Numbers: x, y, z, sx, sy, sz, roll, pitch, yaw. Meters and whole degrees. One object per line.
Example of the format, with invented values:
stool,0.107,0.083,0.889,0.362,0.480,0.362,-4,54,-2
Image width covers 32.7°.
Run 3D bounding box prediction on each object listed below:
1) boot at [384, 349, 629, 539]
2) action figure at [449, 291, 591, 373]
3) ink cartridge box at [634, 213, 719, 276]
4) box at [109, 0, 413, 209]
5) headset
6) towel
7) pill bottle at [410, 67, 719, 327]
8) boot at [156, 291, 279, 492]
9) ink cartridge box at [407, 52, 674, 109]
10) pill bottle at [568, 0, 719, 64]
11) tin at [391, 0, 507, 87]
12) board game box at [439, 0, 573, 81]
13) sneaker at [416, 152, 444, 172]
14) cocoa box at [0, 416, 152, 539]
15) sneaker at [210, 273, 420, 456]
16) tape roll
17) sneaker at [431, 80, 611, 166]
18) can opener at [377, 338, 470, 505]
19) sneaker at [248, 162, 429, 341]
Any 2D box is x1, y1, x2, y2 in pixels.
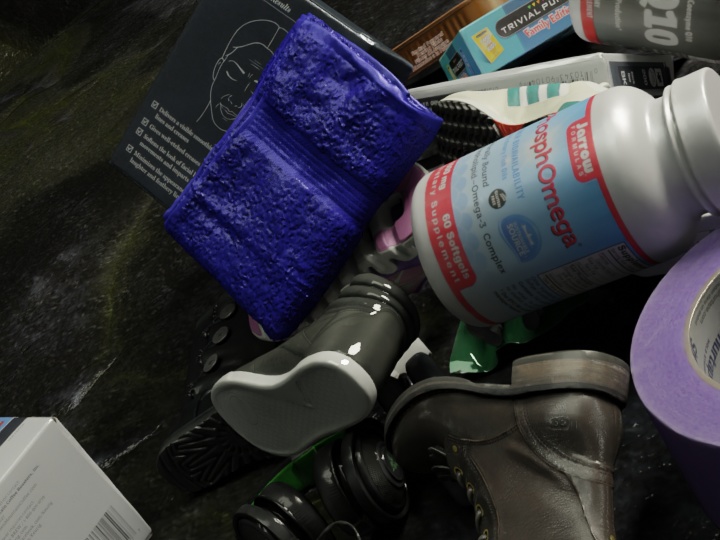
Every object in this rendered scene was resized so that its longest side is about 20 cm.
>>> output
boot,0.073,0.144,0.658,0.199,0.068,0.177,-27,50,50
action figure,0.117,-0.015,0.925,0.117,0.055,0.201,-26,24,23
ink cartridge box,0.190,-0.056,0.875,0.197,0.051,0.162,-11,31,34
box,-0.079,-0.126,0.987,0.202,0.148,0.107,-57,-17,11
headset,-0.017,0.165,0.790,0.123,0.095,0.200,-35,11,-1
towel,-0.050,-0.070,0.881,0.147,0.049,0.201,41,102,28
pill bottle,0.137,-0.045,0.755,0.198,0.109,0.109,-24,28,31
boot,-0.080,0.074,1.007,0.163,0.066,0.201,-24,24,19
ink cartridge box,0.157,-0.148,1.034,0.196,0.044,0.199,-6,6,35
pill bottle,0.269,-0.217,0.934,0.197,0.115,0.114,15,51,27
tin,0.093,-0.243,1.283,0.199,0.042,0.112,-29,6,34
board game box,0.154,-0.224,1.125,0.150,0.047,0.200,-31,2,0
sneaker,0.080,-0.064,1.040,0.197,0.081,0.074,-23,2,-8
cocoa box,-0.282,0.225,0.910,0.130,0.134,0.201,-7,38,45
sneaker,-0.027,0.064,0.841,0.099,0.071,0.199,-49,14,-34
tape roll,0.246,0.045,0.632,0.198,0.085,0.201,-29,27,16
sneaker,0.136,-0.101,0.898,0.092,0.072,0.199,-21,19,-29
can opener,0.043,0.089,0.840,0.052,0.067,0.200,-38,35,-3
sneaker,0.000,0.000,0.925,0.199,0.088,0.082,-32,57,29
